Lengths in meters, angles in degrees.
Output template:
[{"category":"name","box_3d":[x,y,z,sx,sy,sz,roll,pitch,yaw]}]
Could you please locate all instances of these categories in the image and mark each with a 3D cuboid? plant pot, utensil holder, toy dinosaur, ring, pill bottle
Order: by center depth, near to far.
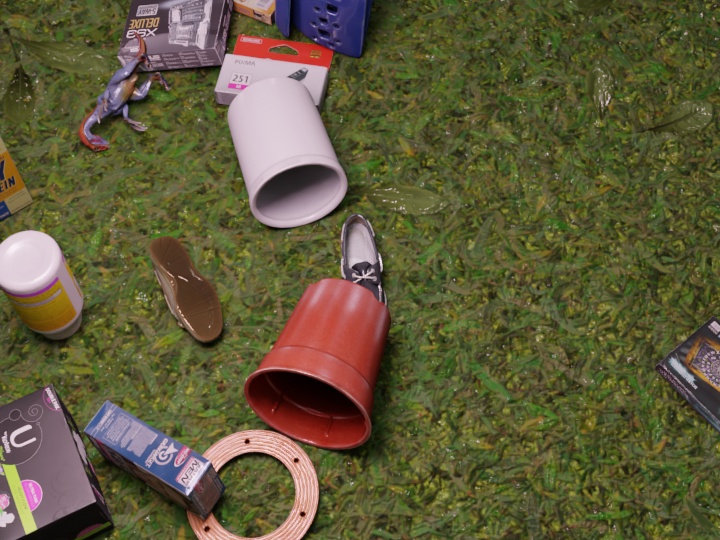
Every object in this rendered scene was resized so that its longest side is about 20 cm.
[{"category":"ring","box_3d":[-0.160,0.335,1.509,0.198,0.019,0.202,-1,61,1]},{"category":"plant pot","box_3d":[-0.048,0.133,1.536,0.199,0.202,0.196,16,53,9]},{"category":"pill bottle","box_3d":[-0.494,0.032,1.579,0.103,0.201,0.105,0,59,1]},{"category":"utensil holder","box_3d":[-0.130,-0.204,1.733,0.168,0.171,0.201,-15,60,-8]},{"category":"toy dinosaur","box_3d":[-0.437,-0.306,1.838,0.181,0.105,0.201,-33,42,7]},{"category":"plant pot","box_3d":[-0.062,-0.546,1.901,0.178,0.201,0.202,10,61,0]}]

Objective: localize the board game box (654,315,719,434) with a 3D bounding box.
[{"category":"board game box","box_3d":[0.579,0.183,1.587,0.135,0.028,0.200,-34,66,-17]}]

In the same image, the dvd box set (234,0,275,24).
[{"category":"dvd box set","box_3d":[-0.227,-0.579,2.025,0.198,0.030,0.147,24,62,14]}]

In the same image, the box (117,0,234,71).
[{"category":"box","box_3d":[-0.349,-0.458,1.926,0.198,0.050,0.159,-1,59,13]}]

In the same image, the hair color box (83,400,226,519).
[{"category":"hair color box","box_3d":[-0.300,0.277,1.482,0.199,0.100,0.061,24,63,22]}]

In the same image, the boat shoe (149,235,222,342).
[{"category":"boat shoe","box_3d":[-0.288,0.038,1.665,0.073,0.063,0.201,-26,69,-28]}]

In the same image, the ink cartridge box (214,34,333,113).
[{"category":"ink cartridge box","box_3d":[-0.157,-0.379,1.905,0.198,0.044,0.175,8,62,5]}]

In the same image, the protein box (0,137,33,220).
[{"category":"protein box","box_3d":[-0.684,-0.203,1.715,0.134,0.199,0.200,-33,65,-17]}]

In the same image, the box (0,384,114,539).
[{"category":"box","box_3d":[-0.468,0.300,1.470,0.147,0.125,0.201,-25,62,-13]}]

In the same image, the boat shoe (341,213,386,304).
[{"category":"boat shoe","box_3d":[0.000,0.000,1.676,0.075,0.061,0.202,-11,61,-6]}]
